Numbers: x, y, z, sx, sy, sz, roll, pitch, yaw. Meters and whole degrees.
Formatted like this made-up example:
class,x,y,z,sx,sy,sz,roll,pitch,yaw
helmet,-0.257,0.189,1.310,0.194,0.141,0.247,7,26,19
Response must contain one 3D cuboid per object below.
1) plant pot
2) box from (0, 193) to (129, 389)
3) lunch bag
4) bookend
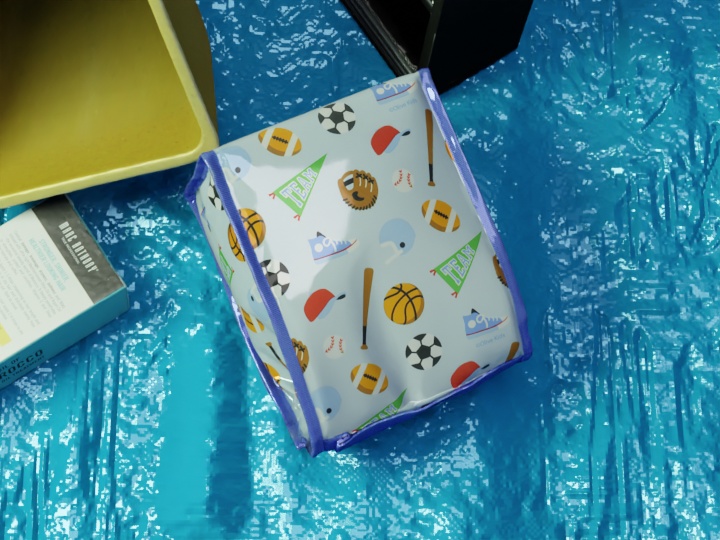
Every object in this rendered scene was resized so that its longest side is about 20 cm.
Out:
class,x,y,z,sx,sy,sz,roll,pitch,yaw
plant pot,-0.205,-0.186,1.094,0.194,0.195,0.201,-13,38,9
box,-0.255,0.037,1.097,0.199,0.049,0.083,-32,76,-15
lunch bag,0.000,0.000,1.091,0.169,0.124,0.201,-24,83,-15
bookend,0.032,-0.251,1.148,0.092,0.200,0.199,-31,76,-15
